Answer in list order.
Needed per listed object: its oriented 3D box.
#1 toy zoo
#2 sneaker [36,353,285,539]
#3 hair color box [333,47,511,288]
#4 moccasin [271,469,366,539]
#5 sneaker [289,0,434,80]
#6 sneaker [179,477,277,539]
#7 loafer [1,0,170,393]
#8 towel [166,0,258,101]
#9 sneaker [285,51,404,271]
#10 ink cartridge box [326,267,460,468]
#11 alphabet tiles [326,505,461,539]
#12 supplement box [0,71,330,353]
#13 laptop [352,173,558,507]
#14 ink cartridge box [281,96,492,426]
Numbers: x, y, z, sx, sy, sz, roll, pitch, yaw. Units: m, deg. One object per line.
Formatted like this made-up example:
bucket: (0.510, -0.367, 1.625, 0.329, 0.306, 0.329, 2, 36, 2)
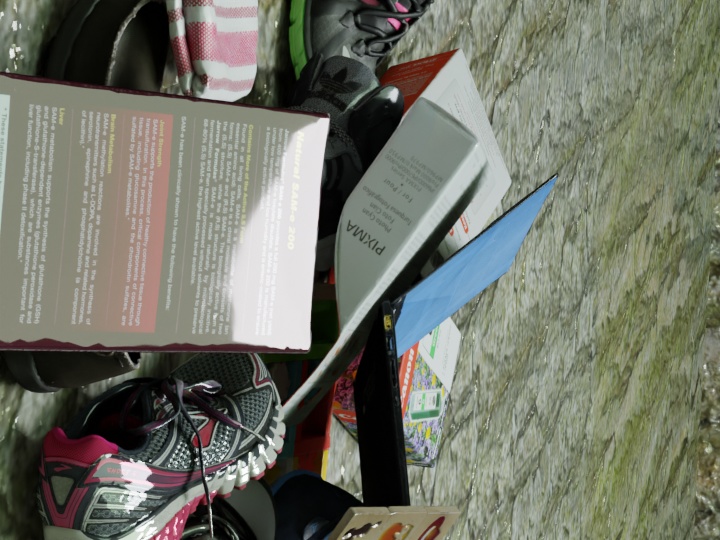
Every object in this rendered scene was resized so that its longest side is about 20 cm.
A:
toy zoo: (-0.050, 0.108, 1.211, 0.131, 0.020, 0.202, 0, 96, -70)
sneaker: (-0.095, 0.082, 0.976, 0.200, 0.080, 0.075, -48, 138, -61)
hair color box: (0.034, -0.062, 1.315, 0.112, 0.063, 0.200, 68, 26, -18)
moccasin: (-0.056, 0.205, 1.113, 0.201, 0.068, 0.081, -62, 155, -22)
sneaker: (0.006, -0.172, 1.204, 0.077, 0.083, 0.202, 22, 74, -71)
sneaker: (-0.082, 0.156, 1.007, 0.079, 0.074, 0.200, -43, -178, 26)
loafer: (-0.111, -0.039, 0.903, 0.073, 0.071, 0.202, 32, 65, -70)
towel: (-0.074, -0.183, 0.957, 0.146, 0.030, 0.202, -47, 133, -81)
sneaker: (-0.035, -0.076, 1.083, 0.115, 0.075, 0.200, -62, 164, -7)
ink cartridge box: (0.020, 0.060, 1.373, 0.200, 0.050, 0.110, 55, 44, -64)
alphabet tiles: (-0.028, 0.204, 1.049, 0.167, 0.008, 0.201, 9, 121, -53)
supplement box: (-0.106, -0.022, 0.809, 0.199, 0.061, 0.110, 4, 92, -44)
laptop: (0.060, 0.069, 1.178, 0.187, 0.115, 0.202, 105, -19, -72)
ink cartridge box: (0.000, 0.000, 1.132, 0.201, 0.047, 0.160, -53, 173, 1)
